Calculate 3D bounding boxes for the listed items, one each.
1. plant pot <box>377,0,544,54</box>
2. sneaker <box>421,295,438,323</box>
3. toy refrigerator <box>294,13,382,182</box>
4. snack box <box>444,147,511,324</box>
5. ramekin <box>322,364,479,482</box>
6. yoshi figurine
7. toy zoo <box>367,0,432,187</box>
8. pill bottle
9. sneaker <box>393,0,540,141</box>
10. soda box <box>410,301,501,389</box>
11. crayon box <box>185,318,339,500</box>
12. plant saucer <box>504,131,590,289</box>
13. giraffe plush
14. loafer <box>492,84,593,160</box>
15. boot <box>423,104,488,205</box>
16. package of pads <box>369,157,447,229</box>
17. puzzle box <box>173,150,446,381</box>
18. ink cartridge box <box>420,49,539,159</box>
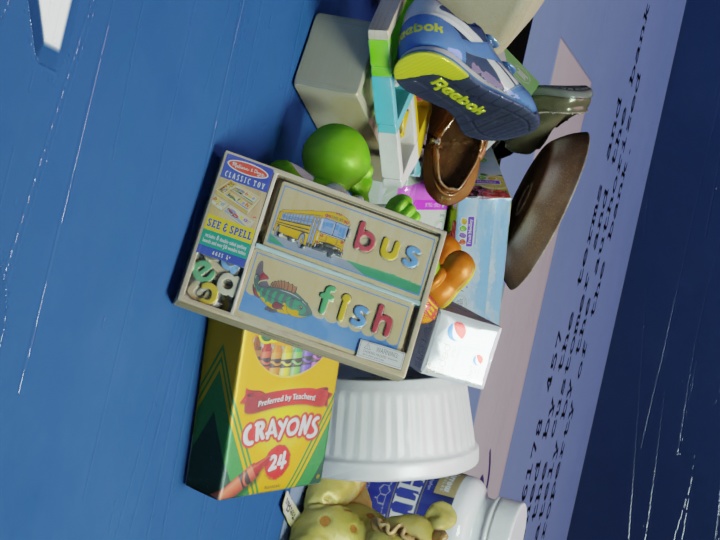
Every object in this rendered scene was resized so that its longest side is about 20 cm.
[{"bbox_3d":[0.117,-0.334,1.664,0.200,0.199,0.178,-51,161,-56],"label":"plant pot"},{"bbox_3d":[-0.028,0.003,1.429,0.073,0.199,0.077,156,-41,-83],"label":"sneaker"},{"bbox_3d":[0.002,-0.159,1.592,0.200,0.070,0.076,61,44,-66],"label":"toy refrigerator"},{"bbox_3d":[0.122,-0.049,1.934,0.200,0.067,0.169,-98,-170,-64],"label":"snack box"},{"bbox_3d":[0.019,0.143,1.658,0.202,0.201,0.095,-13,104,-71],"label":"ramekin"},{"bbox_3d":[0.014,-0.059,1.496,0.112,0.200,0.112,-39,-155,46],"label":"yoshi figurine"},{"bbox_3d":[0.039,-0.171,1.559,0.131,0.020,0.201,-69,159,-47],"label":"toy zoo"},{"bbox_3d":[0.085,0.288,1.942,0.120,0.199,0.120,12,90,-73],"label":"pill bottle"},{"bbox_3d":[0.102,-0.181,1.529,0.200,0.074,0.083,33,47,-50],"label":"sneaker"},{"bbox_3d":[0.067,0.059,1.628,0.200,0.068,0.064,-149,-104,-73],"label":"soda box"},{"bbox_3d":[-0.079,0.092,1.463,0.127,0.051,0.201,-3,106,-46],"label":"crayon box"},{"bbox_3d":[0.201,-0.075,1.927,0.200,0.037,0.201,-155,-90,-85],"label":"plant saucer"},{"bbox_3d":[0.014,0.289,1.778,0.200,0.161,0.173,49,55,-70],"label":"giraffe plush"},{"bbox_3d":[0.205,-0.171,1.952,0.200,0.075,0.070,165,-79,-64],"label":"loafer"},{"bbox_3d":[0.103,-0.164,1.669,0.155,0.073,0.201,16,78,-89],"label":"boot"},{"bbox_3d":[0.035,-0.023,1.794,0.154,0.068,0.201,-4,106,-71],"label":"package of pads"},{"bbox_3d":[-0.039,-0.003,1.371,0.025,0.199,0.134,141,-33,-72],"label":"puzzle box"},{"bbox_3d":[0.109,-0.187,1.815,0.067,0.117,0.200,-42,-174,35],"label":"ink cartridge box"}]
